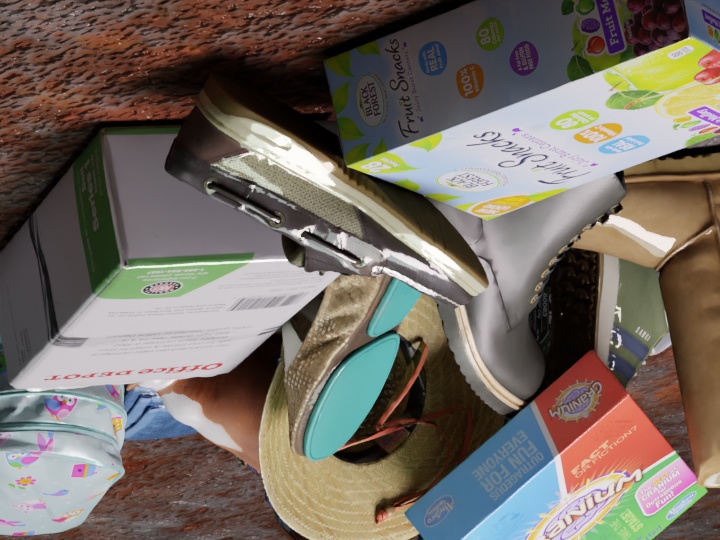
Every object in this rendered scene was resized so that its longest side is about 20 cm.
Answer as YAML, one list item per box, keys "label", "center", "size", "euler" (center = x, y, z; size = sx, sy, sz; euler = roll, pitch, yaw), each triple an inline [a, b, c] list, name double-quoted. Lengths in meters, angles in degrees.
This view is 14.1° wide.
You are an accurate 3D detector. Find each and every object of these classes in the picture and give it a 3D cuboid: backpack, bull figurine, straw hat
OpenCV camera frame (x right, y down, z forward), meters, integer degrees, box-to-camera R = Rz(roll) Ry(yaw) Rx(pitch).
- label: "backpack"
  center: [-0.214, 0.093, 1.805]
  size: [0.166, 0.127, 0.200]
  euler: [0, 156, -26]
- label: "bull figurine"
  center: [-0.055, 0.085, 1.870]
  size: [0.121, 0.200, 0.065]
  euler: [-46, 175, -41]
- label: "straw hat"
  center: [-0.007, 0.071, 1.794]
  size: [0.200, 0.202, 0.085]
  euler: [2, -160, -40]

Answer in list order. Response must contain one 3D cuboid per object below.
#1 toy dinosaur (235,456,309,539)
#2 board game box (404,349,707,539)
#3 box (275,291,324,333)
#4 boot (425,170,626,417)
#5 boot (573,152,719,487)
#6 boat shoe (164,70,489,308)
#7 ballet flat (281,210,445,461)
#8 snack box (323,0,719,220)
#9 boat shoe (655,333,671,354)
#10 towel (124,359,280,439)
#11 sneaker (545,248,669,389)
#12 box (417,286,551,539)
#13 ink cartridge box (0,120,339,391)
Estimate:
- label: "toy dinosaur"
  center: [-0.054, 0.171, 2.145]
  size: [0.105, 0.201, 0.181]
  euler: [22, 161, -14]
- label: "board game box"
  center: [0.125, 0.144, 1.820]
  size: [0.153, 0.040, 0.200]
  euler: [-41, 151, 2]
- label: "box"
  center: [0.000, 0.000, 1.804]
  size: [0.199, 0.039, 0.137]
  euler: [1, 158, -37]
- label: "boot"
  center: [0.108, -0.005, 1.696]
  size: [0.138, 0.078, 0.200]
  euler: [-20, 133, 11]
- label: "boot"
  center: [0.193, 0.033, 1.766]
  size: [0.174, 0.201, 0.066]
  euler: [-9, 166, -9]
- label: "boat shoe"
  center: [-0.019, -0.032, 1.527]
  size: [0.200, 0.073, 0.065]
  euler: [34, 105, -27]
- label: "ballet flat"
  center: [-0.007, 0.023, 1.659]
  size: [0.070, 0.065, 0.200]
  euler: [-23, 150, -44]
- label: "snack box"
  center: [0.109, -0.098, 1.518]
  size: [0.199, 0.068, 0.168]
  euler: [-19, 163, 26]
- label: "boat shoe"
  center: [0.238, -0.007, 1.930]
  size: [0.070, 0.071, 0.200]
  euler: [-34, 172, -31]
- label: "towel"
  center: [-0.085, 0.083, 1.999]
  size: [0.199, 0.049, 0.112]
  euler: [-4, 162, -27]
- label: "sneaker"
  center: [0.166, 0.051, 1.898]
  size: [0.090, 0.067, 0.201]
  euler: [-15, 123, -35]
- label: "box"
  center: [0.097, 0.108, 1.946]
  size: [0.038, 0.201, 0.136]
  euler: [-3, 174, 42]
- label: "ink cartridge box"
  center: [-0.107, -0.006, 1.628]
  size: [0.145, 0.085, 0.200]
  euler: [-3, 161, -27]
